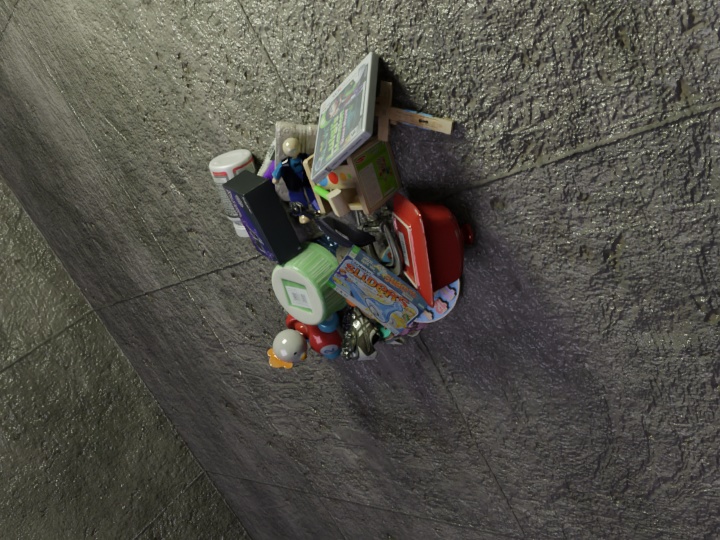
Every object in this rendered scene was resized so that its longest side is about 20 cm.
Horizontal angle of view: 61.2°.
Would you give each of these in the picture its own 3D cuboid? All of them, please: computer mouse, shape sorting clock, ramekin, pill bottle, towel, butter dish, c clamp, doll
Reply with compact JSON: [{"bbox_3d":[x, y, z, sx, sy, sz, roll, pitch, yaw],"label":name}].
[{"bbox_3d":[-0.071,-0.091,1.301,0.198,0.047,0.140,23,179,-19],"label":"computer mouse"},{"bbox_3d":[0.127,0.021,1.351,0.198,0.039,0.203,10,113,24],"label":"shape sorting clock"},{"bbox_3d":[-0.129,0.039,1.523,0.198,0.098,0.202,25,136,27],"label":"ramekin"},{"bbox_3d":[-0.305,-0.196,1.567,0.113,0.114,0.202,12,129,38],"label":"pill bottle"},{"bbox_3d":[-0.083,0.009,1.573,0.111,0.048,0.201,34,139,18],"label":"towel"},{"bbox_3d":[0.155,-0.058,1.217,0.200,0.146,0.203,-124,21,-67],"label":"butter dish"},{"bbox_3d":[0.034,-0.067,1.324,0.200,0.027,0.173,-161,55,-67],"label":"c clamp"},{"bbox_3d":[-0.128,-0.241,1.371,0.130,0.035,0.202,2,132,-7],"label":"towel"},{"bbox_3d":[-0.126,-0.205,1.347,0.049,0.135,0.202,-110,2,-50],"label":"doll"}]

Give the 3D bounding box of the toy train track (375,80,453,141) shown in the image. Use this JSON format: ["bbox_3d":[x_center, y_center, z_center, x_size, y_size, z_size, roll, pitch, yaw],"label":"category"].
[{"bbox_3d":[0.089,-0.299,1.168,0.198,0.033,0.116,21,127,24],"label":"toy train track"}]

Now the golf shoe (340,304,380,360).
[{"bbox_3d":[0.003,0.147,1.523,0.093,0.202,0.078,12,135,-9],"label":"golf shoe"}]

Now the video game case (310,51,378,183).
[{"bbox_3d":[-0.031,-0.291,1.164,0.023,0.202,0.181,22,146,-28],"label":"video game case"}]

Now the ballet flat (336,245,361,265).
[{"bbox_3d":[0.000,0.000,1.429,0.200,0.067,0.047,50,173,45],"label":"ballet flat"}]

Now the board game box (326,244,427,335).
[{"bbox_3d":[0.034,0.045,1.307,0.199,0.035,0.136,36,143,-2],"label":"board game box"}]

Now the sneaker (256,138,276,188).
[{"bbox_3d":[-0.183,-0.232,1.455,0.099,0.070,0.200,41,142,4],"label":"sneaker"}]

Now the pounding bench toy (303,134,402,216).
[{"bbox_3d":[-0.043,-0.181,1.253,0.155,0.200,0.125,4,124,41],"label":"pounding bench toy"}]

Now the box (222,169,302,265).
[{"bbox_3d":[-0.236,-0.129,1.470,0.141,0.079,0.202,23,144,51],"label":"box"}]

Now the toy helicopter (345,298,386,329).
[{"bbox_3d":[0.064,0.051,1.448,0.133,0.079,0.200,52,130,7],"label":"toy helicopter"}]

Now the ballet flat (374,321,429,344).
[{"bbox_3d":[0.099,0.146,1.504,0.071,0.070,0.199,31,147,-20],"label":"ballet flat"}]

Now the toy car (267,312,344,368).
[{"bbox_3d":[-0.161,0.201,1.658,0.176,0.200,0.185,31,152,21],"label":"toy car"}]
